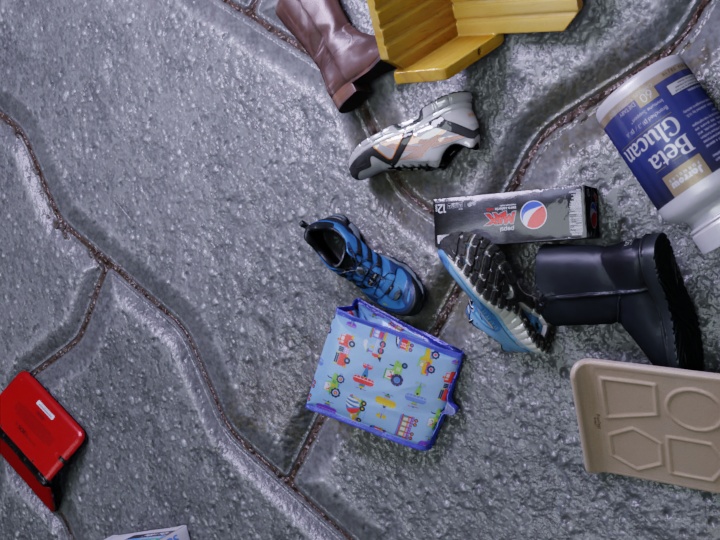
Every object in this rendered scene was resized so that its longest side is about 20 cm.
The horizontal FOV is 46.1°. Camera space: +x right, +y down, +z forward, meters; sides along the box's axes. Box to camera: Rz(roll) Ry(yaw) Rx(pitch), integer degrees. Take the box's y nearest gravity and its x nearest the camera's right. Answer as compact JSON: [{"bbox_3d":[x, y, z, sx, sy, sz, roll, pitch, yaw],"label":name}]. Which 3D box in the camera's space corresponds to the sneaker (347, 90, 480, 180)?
[{"bbox_3d":[0.069,-0.159,1.118,0.198,0.073,0.081,-25,86,30],"label":"sneaker"}]

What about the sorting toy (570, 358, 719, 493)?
[{"bbox_3d":[0.354,0.178,0.982,0.197,0.037,0.187,1,127,28],"label":"sorting toy"}]

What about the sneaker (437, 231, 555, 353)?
[{"bbox_3d":[0.154,0.039,1.057,0.089,0.079,0.200,-20,119,45],"label":"sneaker"}]

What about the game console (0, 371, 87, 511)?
[{"bbox_3d":[-0.608,0.323,1.603,0.199,0.119,0.173,38,82,20],"label":"game console"}]

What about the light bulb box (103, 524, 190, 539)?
[{"bbox_3d":[-0.377,0.558,1.436,0.196,0.124,0.204,-16,87,31],"label":"light bulb box"}]

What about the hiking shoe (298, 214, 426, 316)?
[{"bbox_3d":[0.000,0.000,1.169,0.199,0.086,0.075,38,113,21],"label":"hiking shoe"}]

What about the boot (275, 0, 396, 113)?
[{"bbox_3d":[-0.017,-0.350,1.156,0.186,0.064,0.202,-37,73,26],"label":"boot"}]

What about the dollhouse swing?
[{"bbox_3d":[0.128,-0.331,0.971,0.175,0.181,0.202,22,139,45],"label":"dollhouse swing"}]

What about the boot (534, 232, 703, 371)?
[{"bbox_3d":[0.304,0.053,1.010,0.166,0.076,0.203,-7,112,45],"label":"boot"}]

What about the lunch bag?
[{"bbox_3d":[0.044,0.151,1.171,0.197,0.094,0.153,23,105,16],"label":"lunch bag"}]

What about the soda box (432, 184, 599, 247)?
[{"bbox_3d":[0.193,-0.065,1.057,0.197,0.070,0.065,-2,90,30],"label":"soda box"}]

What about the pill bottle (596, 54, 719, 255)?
[{"bbox_3d":[0.358,-0.124,0.932,0.111,0.111,0.202,-37,78,28],"label":"pill bottle"}]
